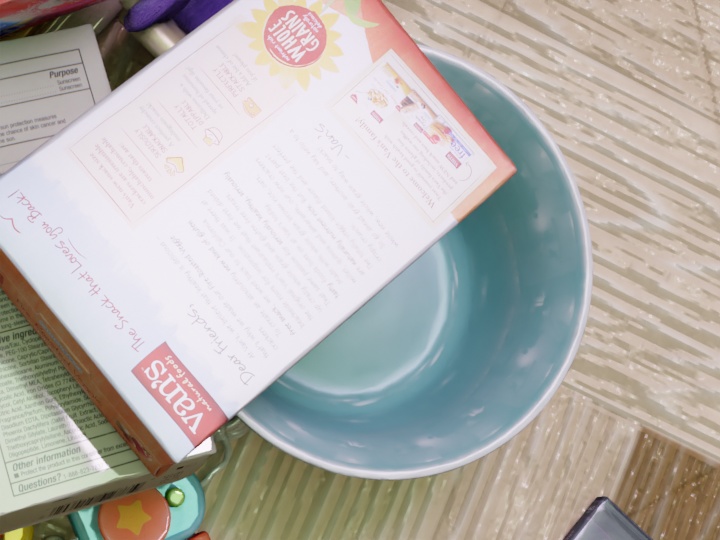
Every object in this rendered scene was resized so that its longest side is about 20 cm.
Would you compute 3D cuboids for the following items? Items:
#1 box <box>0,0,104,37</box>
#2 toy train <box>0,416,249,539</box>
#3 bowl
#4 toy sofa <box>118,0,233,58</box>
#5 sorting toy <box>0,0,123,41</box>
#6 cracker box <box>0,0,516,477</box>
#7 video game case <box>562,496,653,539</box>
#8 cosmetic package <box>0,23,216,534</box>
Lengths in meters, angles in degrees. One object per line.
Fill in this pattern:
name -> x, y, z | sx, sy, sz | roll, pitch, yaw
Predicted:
box -> -0.189, -0.144, 0.762 | 0.198, 0.103, 0.096 | -17, 94, 12
toy train -> -0.148, 0.073, 0.826 | 0.198, 0.056, 0.152 | 17, 79, -10
bowl -> 0.000, 0.000, 0.845 | 0.198, 0.105, 0.203 | 2, 82, -14
toy sofa -> -0.018, -0.162, 0.831 | 0.083, 0.098, 0.200 | 44, 102, -5
sorting toy -> -0.181, -0.191, 0.844 | 0.185, 0.036, 0.200 | 42, 89, -5
cracker box -> -0.051, -0.029, 0.748 | 0.200, 0.058, 0.134 | -40, 90, -21
video game case -> 0.111, 0.236, 0.883 | 0.143, 0.019, 0.200 | 42, 76, -4
cosmetic package -> -0.143, 0.004, 0.783 | 0.102, 0.073, 0.202 | -13, 79, -19
